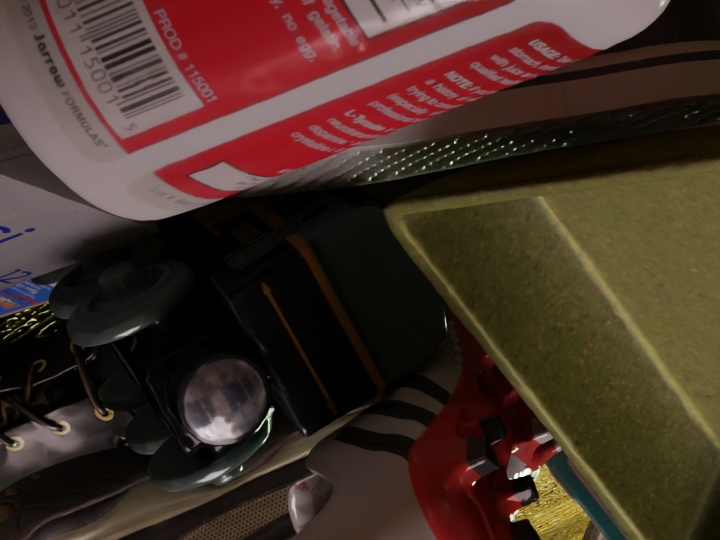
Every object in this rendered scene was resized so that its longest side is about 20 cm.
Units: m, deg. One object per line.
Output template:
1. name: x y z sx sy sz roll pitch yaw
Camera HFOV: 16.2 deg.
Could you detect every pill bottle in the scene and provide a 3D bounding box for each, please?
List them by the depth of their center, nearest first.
1. pill bottle: 0.008 -0.094 0.626 0.200 0.112 0.112 -20 163 24

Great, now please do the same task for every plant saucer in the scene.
1. plant saucer: 0.140 0.018 0.768 0.200 0.048 0.200 -7 135 38

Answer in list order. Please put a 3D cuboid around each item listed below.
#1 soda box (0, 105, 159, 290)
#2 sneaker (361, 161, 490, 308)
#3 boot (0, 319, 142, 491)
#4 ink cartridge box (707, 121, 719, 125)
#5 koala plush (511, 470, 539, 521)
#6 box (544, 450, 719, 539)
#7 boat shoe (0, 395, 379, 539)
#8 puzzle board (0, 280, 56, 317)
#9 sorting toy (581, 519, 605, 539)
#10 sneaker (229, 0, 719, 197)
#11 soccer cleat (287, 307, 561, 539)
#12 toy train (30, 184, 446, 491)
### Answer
1. soda box: -0.140 -0.047 0.761 0.068 0.063 0.200 -20 163 21
2. sneaker: 0.000 0.000 0.988 0.200 0.076 0.070 -25 144 29
3. boot: -0.150 0.058 1.079 0.151 0.073 0.200 -12 173 -35
4. ink cartridge box: 0.174 -0.048 0.965 0.145 0.084 0.200 0 160 -40
5. koala plush: 0.025 0.110 1.111 0.184 0.200 0.177 10 -161 29
6. box: 0.162 0.089 0.967 0.200 0.082 0.049 12 122 -46
7. boat shoe: -0.039 0.089 0.933 0.200 0.073 0.074 -17 -167 -19
8. puzzle board: -0.208 0.002 0.968 0.151 0.017 0.200 -18 164 13
9. sorting toy: 0.173 0.070 1.055 0.185 0.036 0.200 -5 134 -35
10. sneaker: 0.020 -0.071 0.784 0.200 0.079 0.078 -9 174 14
11. soccer cleat: 0.019 0.063 0.843 0.085 0.069 0.200 -23 -168 13
12. toy train: -0.046 0.008 0.884 0.114 0.085 0.200 -30 -163 -7
